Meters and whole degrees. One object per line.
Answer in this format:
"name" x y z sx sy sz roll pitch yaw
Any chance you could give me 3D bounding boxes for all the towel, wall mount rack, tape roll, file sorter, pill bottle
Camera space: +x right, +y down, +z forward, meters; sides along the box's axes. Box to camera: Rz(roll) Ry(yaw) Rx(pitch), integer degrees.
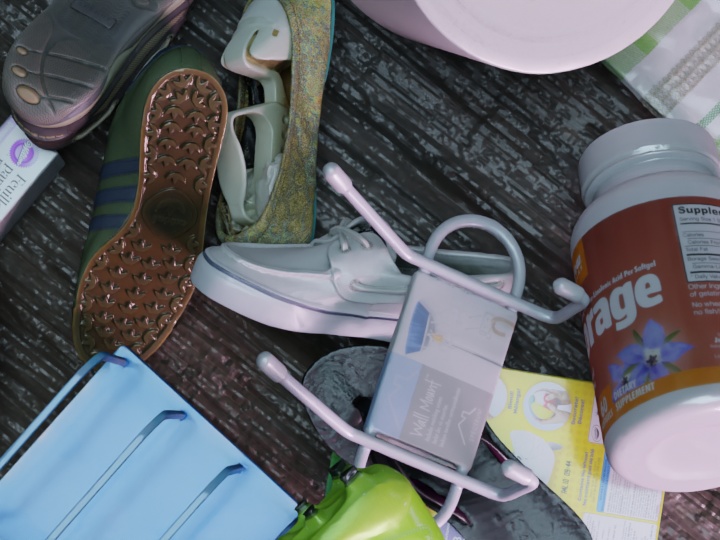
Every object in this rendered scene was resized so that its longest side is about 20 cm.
"towel" 0.252 -0.123 1.359 0.149 0.031 0.200 -43 84 -7
"wall mount rack" 0.030 0.038 1.216 0.173 0.075 0.201 23 67 -12
"tape roll" 0.084 -0.221 1.271 0.202 0.139 0.204 -5 104 -20
"file sorter" -0.112 0.158 1.227 0.200 0.123 0.139 42 89 3
"pill bottle" 0.182 0.017 1.271 0.112 0.112 0.201 -6 58 -1

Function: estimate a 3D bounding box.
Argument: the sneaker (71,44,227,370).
"sneaker" -0.126 -0.044 1.322 0.067 0.090 0.201 13 114 -15

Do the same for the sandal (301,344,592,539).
"sandal" 0.053 0.111 1.269 0.200 0.048 0.075 38 85 3

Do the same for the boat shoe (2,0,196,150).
"boat shoe" -0.148 -0.153 1.332 0.074 0.073 0.200 35 63 9

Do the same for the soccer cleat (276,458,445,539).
"soccer cleat" -0.041 0.184 1.133 0.200 0.068 0.081 -42 99 -2

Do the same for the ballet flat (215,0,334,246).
"ballet flat" -0.056 -0.103 1.324 0.070 0.071 0.201 4 86 0

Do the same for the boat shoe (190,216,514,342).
"boat shoe" 0.000 0.000 1.293 0.199 0.074 0.066 9 111 -24

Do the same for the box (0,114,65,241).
"box" -0.258 -0.004 1.329 0.039 0.041 0.200 39 85 3

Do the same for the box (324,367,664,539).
"box" 0.081 0.116 1.317 0.199 0.048 0.118 10 84 -2
